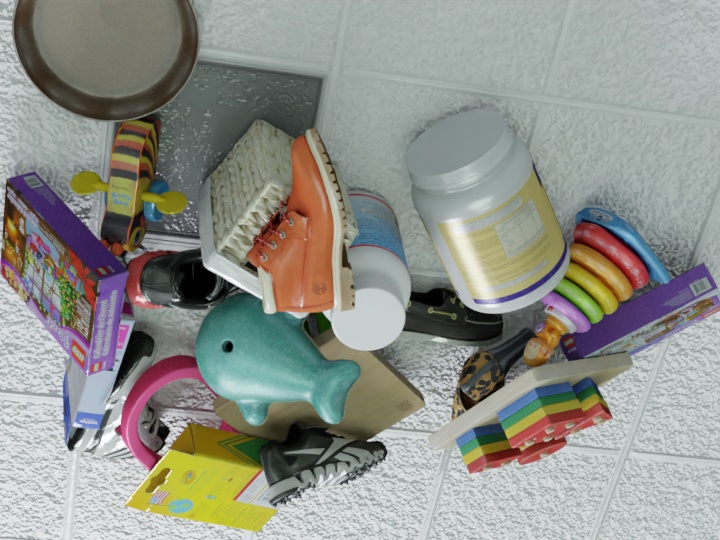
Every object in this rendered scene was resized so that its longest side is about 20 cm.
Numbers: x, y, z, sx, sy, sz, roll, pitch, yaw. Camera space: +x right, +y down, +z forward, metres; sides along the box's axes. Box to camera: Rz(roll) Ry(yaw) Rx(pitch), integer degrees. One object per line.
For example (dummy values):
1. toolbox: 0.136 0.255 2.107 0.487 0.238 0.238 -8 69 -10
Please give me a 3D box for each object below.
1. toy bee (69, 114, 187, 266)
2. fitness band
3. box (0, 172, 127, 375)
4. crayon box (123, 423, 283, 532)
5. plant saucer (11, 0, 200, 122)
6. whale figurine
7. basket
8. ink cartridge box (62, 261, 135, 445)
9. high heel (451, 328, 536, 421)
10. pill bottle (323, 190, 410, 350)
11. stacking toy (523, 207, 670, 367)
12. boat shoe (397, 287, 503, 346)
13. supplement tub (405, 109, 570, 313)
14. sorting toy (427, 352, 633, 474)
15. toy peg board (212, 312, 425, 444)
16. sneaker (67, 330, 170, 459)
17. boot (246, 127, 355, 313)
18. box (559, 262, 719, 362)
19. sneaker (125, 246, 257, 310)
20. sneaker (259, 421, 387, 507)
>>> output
1. toy bee: -0.256 -0.066 1.478 0.130 0.109 0.201 -7 114 18
2. fitness band: -0.225 0.188 1.646 0.143 0.037 0.200 -41 139 -7
3. box: -0.336 0.002 1.468 0.039 0.200 0.138 -19 138 -38
4. crayon box: -0.182 0.257 1.633 0.199 0.051 0.127 18 128 -34
5. plant saucer: -0.272 -0.257 1.412 0.198 0.032 0.201 -3 123 -4
6. whale figurine: -0.101 0.104 1.506 0.199 0.104 0.160 25 93 22
7. basket: -0.093 -0.064 1.457 0.135 0.200 0.124 29 109 -22
8. ink cartridge box: -0.318 0.101 1.578 0.042 0.120 0.201 12 120 -24
9. high heel: 0.132 0.159 1.642 0.071 0.142 0.200 45 133 15
10. pill bottle: 0.000 0.000 1.500 0.108 0.200 0.109 -3 122 -4
11. stacking toy: 0.258 0.033 1.559 0.200 0.116 0.110 -50 119 -6
12. boat shoe: 0.092 0.052 1.615 0.200 0.072 0.061 5 108 -23
13. supplement tub: 0.145 -0.067 1.506 0.144 0.146 0.201 -23 122 9
14. sorting toy: 0.222 0.185 1.625 0.198 0.070 0.200 -4 153 -44
15. toy peg board: -0.056 0.138 1.659 0.199 0.098 0.199 -31 135 15
16. sneaker: -0.282 0.163 1.662 0.115 0.076 0.201 19 122 -30
17. boot: -0.066 -0.044 1.328 0.106 0.075 0.201 -7 115 -4
18. box: 0.351 0.065 1.627 0.199 0.039 0.137 -29 160 12
19. sneaker: -0.169 0.004 1.501 0.200 0.097 0.071 -14 104 -46
20. sneaker: -0.047 0.225 1.630 0.199 0.091 0.066 -11 159 -44
